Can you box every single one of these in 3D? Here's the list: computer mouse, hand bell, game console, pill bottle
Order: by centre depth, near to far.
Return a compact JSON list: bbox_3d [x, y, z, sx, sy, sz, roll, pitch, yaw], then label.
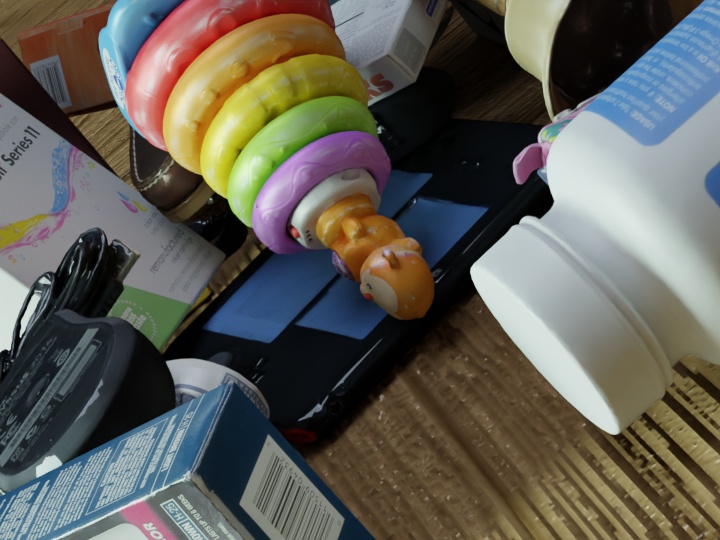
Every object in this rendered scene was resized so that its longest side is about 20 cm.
[{"bbox_3d":[0.139,-0.037,1.071,0.200,0.112,0.112,-41,19,-6],"label":"pill bottle"},{"bbox_3d":[-0.121,0.059,1.262,0.139,0.053,0.200,-53,19,-3],"label":"computer mouse"},{"bbox_3d":[0.067,-0.127,1.328,0.104,0.104,0.200,-43,39,-12],"label":"hand bell"},{"bbox_3d":[0.000,0.000,1.376,0.200,0.031,0.177,-46,19,-17],"label":"game console"},{"bbox_3d":[-0.036,-0.050,1.459,0.199,0.034,0.059,-31,23,23],"label":"computer mouse"}]

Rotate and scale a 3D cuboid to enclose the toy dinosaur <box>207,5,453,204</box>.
[{"bbox_3d":[-0.030,-0.067,1.552,0.200,0.077,0.102,-26,10,46],"label":"toy dinosaur"}]

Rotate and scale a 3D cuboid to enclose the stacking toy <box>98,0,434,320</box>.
[{"bbox_3d":[-0.026,-0.050,1.317,0.109,0.116,0.200,-29,60,-11],"label":"stacking toy"}]

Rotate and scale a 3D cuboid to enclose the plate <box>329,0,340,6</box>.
[{"bbox_3d":[-0.029,-0.219,1.512,0.025,0.201,0.200,-6,14,-13],"label":"plate"}]

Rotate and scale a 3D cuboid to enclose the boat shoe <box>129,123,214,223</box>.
[{"bbox_3d":[-0.092,-0.110,1.470,0.070,0.070,0.201,-33,32,31],"label":"boat shoe"}]

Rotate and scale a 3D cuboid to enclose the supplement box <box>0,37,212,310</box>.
[{"bbox_3d":[-0.226,-0.012,1.565,0.197,0.200,0.133,-40,18,-3],"label":"supplement box"}]

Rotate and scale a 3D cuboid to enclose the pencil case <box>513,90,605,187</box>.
[{"bbox_3d":[0.158,-0.080,1.174,0.200,0.088,0.087,-41,19,-6],"label":"pencil case"}]

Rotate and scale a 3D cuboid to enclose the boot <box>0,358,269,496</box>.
[{"bbox_3d":[-0.126,0.101,1.321,0.200,0.073,0.091,-22,34,52],"label":"boot"}]

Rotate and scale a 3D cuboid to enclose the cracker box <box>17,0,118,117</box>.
[{"bbox_3d":[-0.076,-0.137,1.659,0.199,0.058,0.134,-17,4,-33],"label":"cracker box"}]

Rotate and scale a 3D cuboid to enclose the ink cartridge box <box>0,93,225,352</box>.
[{"bbox_3d":[-0.178,-0.017,1.417,0.067,0.200,0.117,-53,4,35],"label":"ink cartridge box"}]

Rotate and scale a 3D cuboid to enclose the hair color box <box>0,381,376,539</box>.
[{"bbox_3d":[-0.100,0.130,1.159,0.199,0.100,0.061,-27,24,33],"label":"hair color box"}]

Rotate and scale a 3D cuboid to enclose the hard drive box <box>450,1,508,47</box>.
[{"bbox_3d":[0.070,-0.190,1.484,0.077,0.156,0.200,-41,18,-4],"label":"hard drive box"}]

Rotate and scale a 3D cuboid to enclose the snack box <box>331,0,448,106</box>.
[{"bbox_3d":[-0.034,-0.093,1.462,0.200,0.024,0.072,-24,35,45],"label":"snack box"}]
